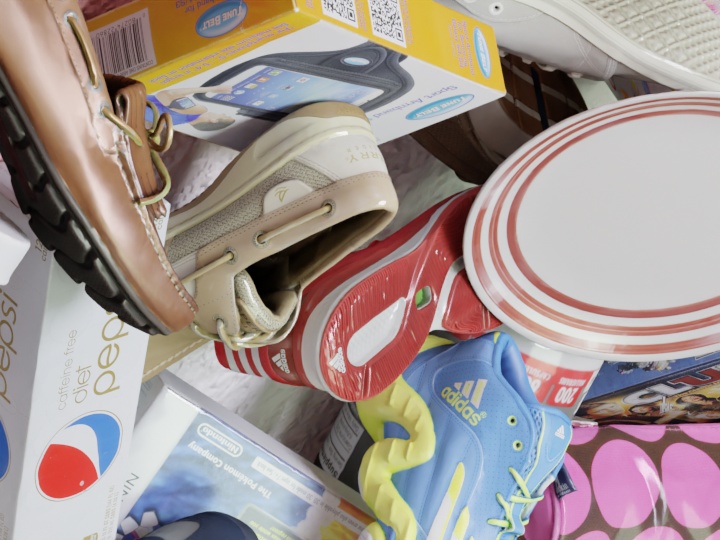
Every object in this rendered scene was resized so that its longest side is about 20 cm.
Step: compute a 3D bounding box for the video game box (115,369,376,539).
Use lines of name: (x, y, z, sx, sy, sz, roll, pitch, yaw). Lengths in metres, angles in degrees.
video game box: (-0.080, 0.172, 1.514, 0.200, 0.047, 0.183, 34, 96, -25)

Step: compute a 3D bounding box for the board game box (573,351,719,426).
board game box: (0.189, 0.060, 1.719, 0.199, 0.035, 0.135, -19, 158, 28)

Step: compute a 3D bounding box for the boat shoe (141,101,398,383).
boat shoe: (-0.060, 0.004, 1.395, 0.200, 0.065, 0.072, -40, 152, 28)

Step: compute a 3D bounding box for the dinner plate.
dinner plate: (0.148, -0.025, 1.454, 0.199, 0.024, 0.201, -4, 140, -3)

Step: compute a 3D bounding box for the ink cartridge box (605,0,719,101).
ink cartridge box: (0.204, -0.114, 1.555, 0.125, 0.200, 0.129, -26, 143, -6)

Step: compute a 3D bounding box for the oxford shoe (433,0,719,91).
oxford shoe: (0.092, -0.125, 1.443, 0.199, 0.075, 0.058, 19, 130, -14)

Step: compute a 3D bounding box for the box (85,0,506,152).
box: (-0.023, -0.092, 1.366, 0.119, 0.042, 0.200, -20, 158, 30)

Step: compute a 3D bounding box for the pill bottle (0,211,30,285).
pill bottle: (-0.227, 0.047, 1.243, 0.200, 0.109, 0.109, -54, 147, 4)

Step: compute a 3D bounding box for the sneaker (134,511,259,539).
sneaker: (-0.139, 0.170, 1.418, 0.199, 0.070, 0.082, -34, 142, -6)

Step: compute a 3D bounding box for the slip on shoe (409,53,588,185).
slip on shoe: (0.076, -0.069, 1.554, 0.060, 0.077, 0.200, -17, 163, 20)

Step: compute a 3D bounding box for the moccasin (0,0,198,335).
moccasin: (-0.116, -0.064, 1.256, 0.078, 0.074, 0.202, -33, 107, -20)

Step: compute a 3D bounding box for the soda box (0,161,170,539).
soda box: (-0.145, 0.043, 1.381, 0.068, 0.064, 0.201, -19, 134, -38)

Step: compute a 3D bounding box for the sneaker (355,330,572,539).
sneaker: (0.053, 0.115, 1.472, 0.105, 0.201, 0.076, -22, 151, 26)

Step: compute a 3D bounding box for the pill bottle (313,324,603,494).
pill bottle: (0.041, 0.098, 1.612, 0.114, 0.114, 0.201, 5, 116, -52)

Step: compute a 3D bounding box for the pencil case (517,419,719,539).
pencil case: (0.164, 0.125, 1.707, 0.199, 0.091, 0.094, 2, 81, -36)

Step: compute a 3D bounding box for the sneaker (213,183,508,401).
sneaker: (0.000, 0.000, 1.495, 0.200, 0.115, 0.079, -25, 116, -50)
